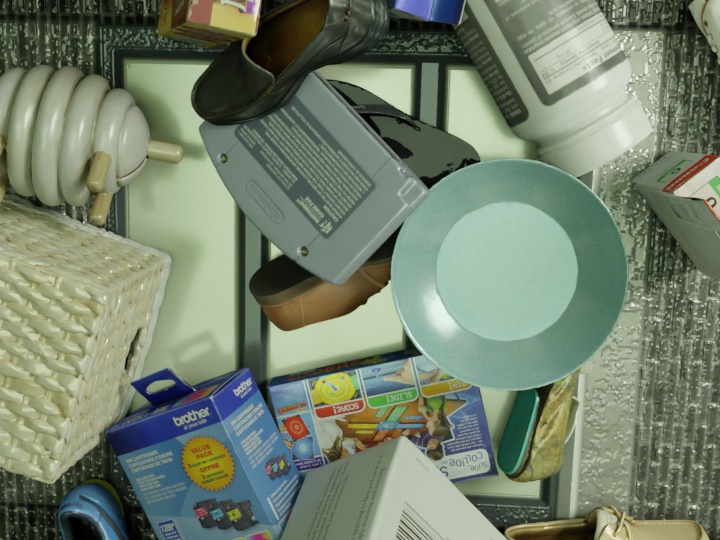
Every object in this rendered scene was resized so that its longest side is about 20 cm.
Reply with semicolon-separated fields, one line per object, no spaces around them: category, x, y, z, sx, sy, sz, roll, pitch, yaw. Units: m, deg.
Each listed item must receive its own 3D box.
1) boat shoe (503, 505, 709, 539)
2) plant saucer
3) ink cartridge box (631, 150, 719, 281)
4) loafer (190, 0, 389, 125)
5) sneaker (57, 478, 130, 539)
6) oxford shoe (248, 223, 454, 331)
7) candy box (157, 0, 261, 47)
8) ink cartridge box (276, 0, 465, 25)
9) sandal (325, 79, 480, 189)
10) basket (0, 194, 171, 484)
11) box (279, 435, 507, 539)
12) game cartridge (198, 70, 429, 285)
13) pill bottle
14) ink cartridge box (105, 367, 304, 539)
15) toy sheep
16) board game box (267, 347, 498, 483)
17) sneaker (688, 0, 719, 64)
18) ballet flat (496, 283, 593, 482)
boat shoe;0.233;0.263;0.789;0.199;0.074;0.069;-12;104;6
plant saucer;0.127;0.003;0.720;0.200;0.039;0.202;1;98;8
ink cartridge box;0.295;-0.039;0.673;0.050;0.200;0.109;-39;95;9
loafer;-0.075;-0.179;0.673;0.200;0.072;0.073;-27;82;32
sneaker;-0.251;0.311;0.829;0.066;0.078;0.200;-21;98;5
oxford shoe;0.000;0.000;0.779;0.200;0.071;0.071;-21;127;4
candy box;-0.121;-0.247;0.668;0.056;0.200;0.117;7;100;-20
ink cartridge box;0.004;-0.267;0.688;0.200;0.039;0.100;19;101;35
sandal;0.015;-0.124;0.757;0.200;0.043;0.076;17;100;3
basket;-0.309;0.054;0.751;0.200;0.161;0.199;20;101;2
box;0.028;0.292;0.710;0.131;0.199;0.200;-29;114;35
game cartridge;-0.050;-0.091;0.728;0.133;0.042;0.200;-47;74;20
pill bottle;0.158;-0.183;0.704;0.113;0.113;0.200;-30;96;8
ink cartridge box;-0.146;0.182;0.785;0.136;0.076;0.200;-22;95;25
toy sheep;-0.260;-0.116;0.736;0.199;0.138;0.138;12;100;-12
board game box;0.022;0.152;0.805;0.199;0.034;0.136;-12;99;6
sneaker;0.333;-0.200;0.724;0.085;0.073;0.201;9;108;33
ballet flat;0.184;0.105;0.778;0.071;0.071;0.201;14;99;1
